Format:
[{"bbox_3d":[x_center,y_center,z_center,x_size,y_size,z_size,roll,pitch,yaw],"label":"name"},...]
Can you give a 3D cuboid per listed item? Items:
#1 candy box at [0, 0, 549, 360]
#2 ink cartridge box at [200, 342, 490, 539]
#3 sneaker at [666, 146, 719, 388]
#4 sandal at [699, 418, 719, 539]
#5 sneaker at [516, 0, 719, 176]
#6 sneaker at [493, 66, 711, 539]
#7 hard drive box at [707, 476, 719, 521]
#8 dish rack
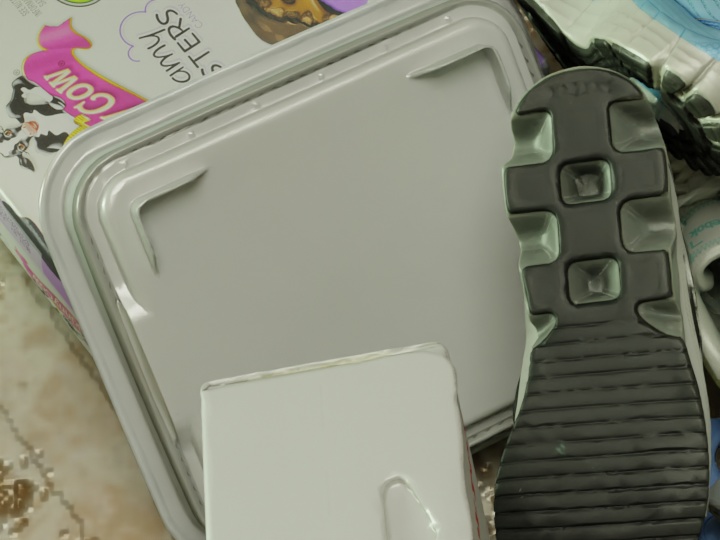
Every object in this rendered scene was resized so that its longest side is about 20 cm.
[{"bbox_3d":[-0.054,-0.066,1.089,0.200,0.072,0.168,-35,67,-13],"label":"candy box"},{"bbox_3d":[0.009,0.142,0.895,0.084,0.201,0.145,-9,50,4],"label":"ink cartridge box"},{"bbox_3d":[0.141,-0.020,1.040,0.070,0.080,0.201,-31,59,19],"label":"sneaker"},{"bbox_3d":[0.116,0.137,0.977,0.086,0.080,0.201,14,67,6],"label":"sandal"},{"bbox_3d":[0.117,-0.098,1.019,0.090,0.079,0.200,-40,28,-4],"label":"sneaker"},{"bbox_3d":[0.088,0.038,0.965,0.074,0.089,0.201,0,78,13],"label":"sneaker"},{"bbox_3d":[0.242,0.060,0.945,0.156,0.077,0.200,43,85,-14],"label":"hard drive box"},{"bbox_3d":[0.000,0.000,1.011,0.199,0.044,0.173,-25,102,-15],"label":"dish rack"}]
